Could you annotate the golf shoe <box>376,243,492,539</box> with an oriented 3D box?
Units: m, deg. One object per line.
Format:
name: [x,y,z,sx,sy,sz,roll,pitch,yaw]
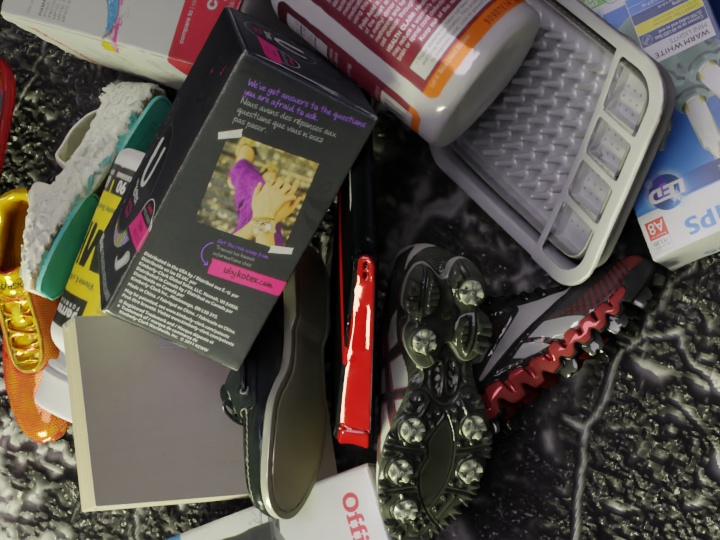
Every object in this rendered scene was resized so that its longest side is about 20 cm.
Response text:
golf shoe: [0.045,0.081,1.207,0.076,0.088,0.202,2,104,-18]

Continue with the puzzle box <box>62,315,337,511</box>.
puzzle box: [-0.111,0.098,1.269,0.025,0.198,0.135,-27,67,53]

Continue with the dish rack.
dish rack: [0.134,-0.107,1.229,0.200,0.043,0.173,46,129,39]

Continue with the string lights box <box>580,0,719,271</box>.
string lights box: [0.221,-0.113,1.233,0.102,0.059,0.202,-24,72,19]

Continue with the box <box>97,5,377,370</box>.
box: [-0.088,-0.057,1.200,0.105,0.122,0.201,25,105,-19]

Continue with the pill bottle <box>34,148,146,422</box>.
pill bottle: [-0.164,0.021,1.333,0.113,0.114,0.202,21,89,23]

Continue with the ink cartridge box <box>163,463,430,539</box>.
ink cartridge box: [-0.047,0.239,1.267,0.198,0.084,0.147,-22,73,17]

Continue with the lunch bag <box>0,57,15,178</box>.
lunch bag: [-0.367,-0.091,1.425,0.199,0.082,0.178,1,80,42]

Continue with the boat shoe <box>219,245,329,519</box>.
boat shoe: [-0.067,0.079,1.249,0.065,0.074,0.202,-9,66,27]

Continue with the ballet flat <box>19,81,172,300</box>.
ballet flat: [-0.215,-0.065,1.373,0.071,0.072,0.201,20,63,23]

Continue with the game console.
game console: [0.000,0.000,1.213,0.031,0.178,0.201,3,38,-5]

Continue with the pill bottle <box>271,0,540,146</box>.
pill bottle: [0.012,-0.187,1.195,0.200,0.114,0.114,41,97,10]

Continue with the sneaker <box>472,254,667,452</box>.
sneaker: [0.117,0.042,1.242,0.200,0.071,0.098,-38,72,13]

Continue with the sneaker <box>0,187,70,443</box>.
sneaker: [-0.263,0.035,1.391,0.072,0.077,0.202,-13,77,19]

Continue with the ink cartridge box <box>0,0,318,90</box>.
ink cartridge box: [-0.147,-0.189,1.344,0.198,0.147,0.086,20,88,22]
